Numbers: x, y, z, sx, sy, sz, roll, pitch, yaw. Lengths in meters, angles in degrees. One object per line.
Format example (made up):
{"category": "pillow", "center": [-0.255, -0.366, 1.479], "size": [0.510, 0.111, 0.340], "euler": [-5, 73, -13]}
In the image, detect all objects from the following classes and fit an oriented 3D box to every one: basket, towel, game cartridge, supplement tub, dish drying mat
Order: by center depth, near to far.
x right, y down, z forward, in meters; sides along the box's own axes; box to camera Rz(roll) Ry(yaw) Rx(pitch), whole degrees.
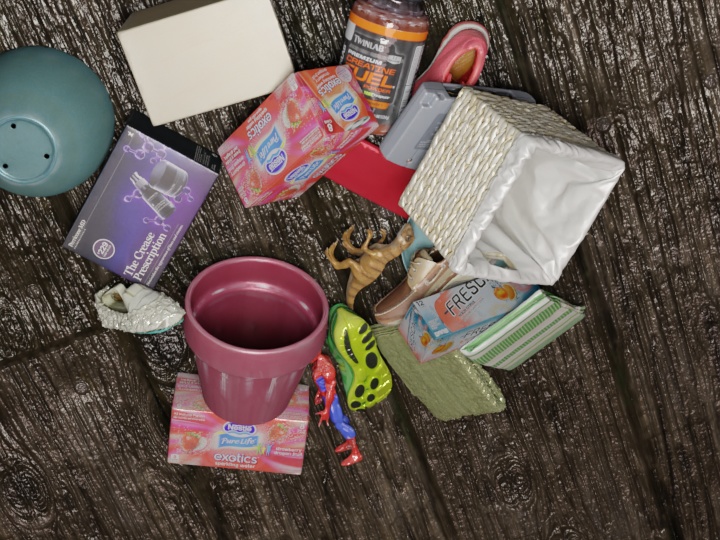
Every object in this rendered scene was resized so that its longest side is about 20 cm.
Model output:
{"category": "basket", "center": [0.189, -0.109, 1.630], "size": [0.198, 0.161, 0.200], "euler": [6, 123, -42]}
{"category": "supplement tub", "center": [0.027, -0.284, 1.661], "size": [0.106, 0.107, 0.201], "euler": [11, 113, -8]}
{"category": "game cartridge", "center": [0.124, -0.185, 1.684], "size": [0.199, 0.041, 0.134], "euler": [-1, 137, -39]}
{"category": "dish drying mat", "center": [0.038, -0.125, 1.780], "size": [0.199, 0.018, 0.077], "euler": [26, 113, -15]}
{"category": "towel", "center": [0.233, 0.086, 1.805], "size": [0.152, 0.200, 0.023], "euler": [-39, 68, 16]}
{"category": "towel", "center": [0.111, 0.138, 1.853], "size": [0.148, 0.037, 0.200], "euler": [-16, 119, 48]}

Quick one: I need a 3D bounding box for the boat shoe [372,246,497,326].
{"category": "boat shoe", "center": [0.095, 0.001, 1.773], "size": [0.200, 0.076, 0.072], "euler": [-36, 115, 3]}

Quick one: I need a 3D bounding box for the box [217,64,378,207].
{"category": "box", "center": [-0.083, -0.171, 1.649], "size": [0.200, 0.099, 0.096], "euler": [-37, 75, 46]}

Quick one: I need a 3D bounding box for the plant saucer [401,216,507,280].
{"category": "plant saucer", "center": [0.155, -0.045, 1.805], "size": [0.199, 0.027, 0.201], "euler": [-3, 121, -5]}

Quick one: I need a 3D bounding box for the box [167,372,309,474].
{"category": "box", "center": [-0.178, 0.224, 1.877], "size": [0.199, 0.095, 0.103], "euler": [7, 118, -6]}

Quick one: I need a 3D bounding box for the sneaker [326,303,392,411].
{"category": "sneaker", "center": [-0.004, 0.125, 1.861], "size": [0.074, 0.084, 0.201], "euler": [-19, 132, -10]}

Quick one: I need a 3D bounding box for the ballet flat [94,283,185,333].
{"category": "ballet flat", "center": [-0.314, 0.049, 1.757], "size": [0.072, 0.200, 0.072], "euler": [1, 88, -37]}

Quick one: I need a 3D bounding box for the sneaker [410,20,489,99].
{"category": "sneaker", "center": [0.103, -0.236, 1.696], "size": [0.074, 0.087, 0.201], "euler": [27, 110, -13]}

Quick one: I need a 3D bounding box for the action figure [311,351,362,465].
{"category": "action figure", "center": [-0.045, 0.194, 1.891], "size": [0.051, 0.065, 0.201], "euler": [-15, 115, -4]}

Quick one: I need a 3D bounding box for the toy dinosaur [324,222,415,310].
{"category": "toy dinosaur", "center": [0.000, 0.000, 1.801], "size": [0.106, 0.060, 0.200], "euler": [43, 130, 6]}

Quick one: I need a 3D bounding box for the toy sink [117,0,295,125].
{"category": "toy sink", "center": [-0.189, -0.287, 1.647], "size": [0.199, 0.112, 0.131], "euler": [-15, 114, 9]}

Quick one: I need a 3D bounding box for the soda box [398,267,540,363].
{"category": "soda box", "center": [0.153, 0.057, 1.752], "size": [0.199, 0.064, 0.068], "euler": [-19, 154, -31]}

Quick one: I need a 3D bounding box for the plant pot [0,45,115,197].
{"category": "plant pot", "center": [-0.429, -0.178, 1.671], "size": [0.199, 0.135, 0.201], "euler": [-1, 114, -3]}

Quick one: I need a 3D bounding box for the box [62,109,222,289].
{"category": "box", "center": [-0.297, -0.094, 1.747], "size": [0.141, 0.079, 0.200], "euler": [28, 110, -11]}

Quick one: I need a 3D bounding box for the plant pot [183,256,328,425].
{"category": "plant pot", "center": [-0.152, 0.110, 1.791], "size": [0.199, 0.200, 0.180], "euler": [6, 129, -5]}
